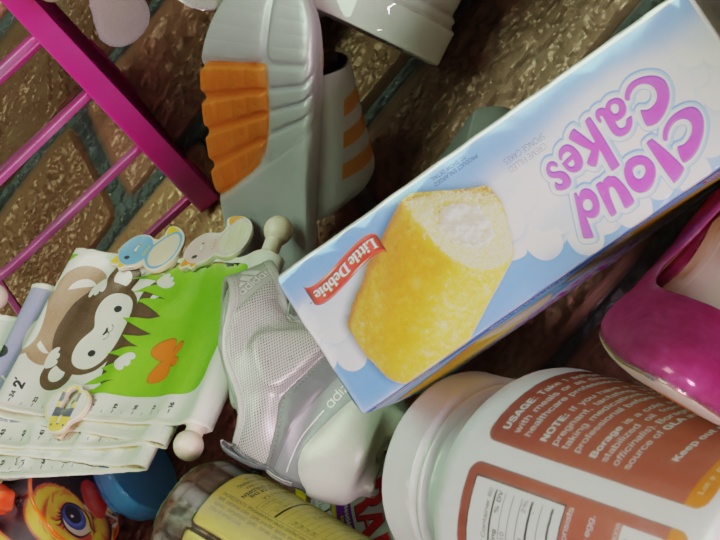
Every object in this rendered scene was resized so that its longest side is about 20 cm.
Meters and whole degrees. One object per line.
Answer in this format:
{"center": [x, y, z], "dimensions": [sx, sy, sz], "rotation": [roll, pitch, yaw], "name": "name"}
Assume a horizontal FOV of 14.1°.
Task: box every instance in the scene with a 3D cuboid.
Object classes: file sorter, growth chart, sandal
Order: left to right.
{"center": [-0.195, -0.086, 1.460], "dimensions": [0.125, 0.200, 0.139], "rotation": [-42, 43, 1], "name": "file sorter"}
{"center": [-0.122, 0.040, 1.354], "dimensions": [0.199, 0.018, 0.145], "rotation": [-11, 51, 35], "name": "growth chart"}
{"center": [-0.029, -0.042, 1.367], "dimensions": [0.079, 0.059, 0.208], "rotation": [22, 121, 44], "name": "sandal"}

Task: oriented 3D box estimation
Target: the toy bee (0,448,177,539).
{"center": [-0.141, 0.102, 1.406], "dimensions": [0.131, 0.108, 0.200], "rotation": [-50, 43, 17], "name": "toy bee"}

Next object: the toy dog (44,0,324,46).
{"center": [-0.079, -0.137, 1.412], "dimensions": [0.132, 0.199, 0.097], "rotation": [166, 100, -76], "name": "toy dog"}

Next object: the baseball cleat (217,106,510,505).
{"center": [0.000, 0.000, 1.277], "dimensions": [0.070, 0.106, 0.201], "rotation": [110, -176, -67], "name": "baseball cleat"}

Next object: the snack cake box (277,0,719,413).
{"center": [0.075, -0.028, 1.166], "dimensions": [0.200, 0.115, 0.067], "rotation": [-36, 83, 14], "name": "snack cake box"}

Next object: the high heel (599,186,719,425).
{"center": [0.146, -0.001, 1.097], "dimensions": [0.067, 0.200, 0.096], "rotation": [33, 103, 11], "name": "high heel"}

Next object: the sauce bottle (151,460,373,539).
{"center": [0.000, 0.146, 1.213], "dimensions": [0.199, 0.065, 0.065], "rotation": [29, 94, 34], "name": "sauce bottle"}

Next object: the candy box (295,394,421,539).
{"center": [0.020, 0.156, 1.265], "dimensions": [0.102, 0.026, 0.201], "rotation": [-28, 53, 32], "name": "candy box"}

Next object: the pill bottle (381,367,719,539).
{"center": [0.102, 0.100, 1.134], "dimensions": [0.200, 0.112, 0.113], "rotation": [17, 85, 50], "name": "pill bottle"}

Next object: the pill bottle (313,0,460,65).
{"center": [0.045, -0.201, 1.345], "dimensions": [0.104, 0.104, 0.201], "rotation": [29, 94, 50], "name": "pill bottle"}
